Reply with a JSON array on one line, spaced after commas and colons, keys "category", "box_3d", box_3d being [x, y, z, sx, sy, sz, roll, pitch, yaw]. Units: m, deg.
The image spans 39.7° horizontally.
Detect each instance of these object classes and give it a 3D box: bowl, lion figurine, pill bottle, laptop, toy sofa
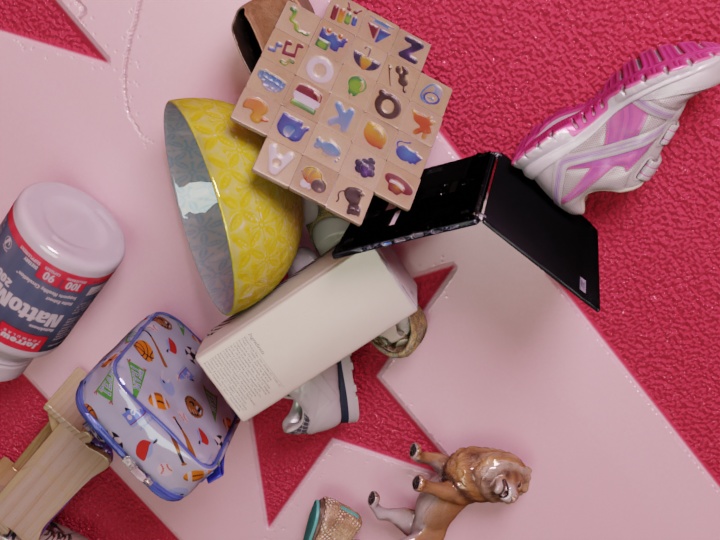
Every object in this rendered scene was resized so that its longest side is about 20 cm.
[{"category": "bowl", "box_3d": [-0.102, -0.069, 0.919, 0.106, 0.200, 0.203, -16, 114, -19]}, {"category": "lion figurine", "box_3d": [0.082, 0.250, 1.055, 0.121, 0.073, 0.200, 20, 129, -27]}, {"category": "pill bottle", "box_3d": [-0.341, 0.019, 1.029, 0.119, 0.120, 0.200, 39, 117, -6]}, {"category": "laptop", "box_3d": [0.098, -0.027, 0.868, 0.197, 0.178, 0.105, -13, 110, 18]}, {"category": "toy sofa", "box_3d": [-0.350, 0.216, 1.138, 0.097, 0.083, 0.200, 40, 116, -7]}]

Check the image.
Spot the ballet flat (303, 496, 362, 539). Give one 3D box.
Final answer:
[{"category": "ballet flat", "box_3d": [-0.047, 0.345, 1.134, 0.064, 0.071, 0.202, 16, 121, -10]}]

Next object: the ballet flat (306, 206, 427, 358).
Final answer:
[{"category": "ballet flat", "box_3d": [0.000, 0.000, 0.966, 0.070, 0.071, 0.201, -26, 105, 23]}]

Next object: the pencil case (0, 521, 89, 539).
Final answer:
[{"category": "pencil case", "box_3d": [-0.419, 0.324, 1.199, 0.198, 0.089, 0.079, 24, 93, 2]}]

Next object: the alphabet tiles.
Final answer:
[{"category": "alphabet tiles", "box_3d": [-0.012, -0.141, 0.844, 0.165, 0.202, 0.006, 26, 152, -9]}]

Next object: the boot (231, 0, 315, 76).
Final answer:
[{"category": "boot", "box_3d": [-0.054, -0.147, 0.885, 0.073, 0.075, 0.202, -22, 94, 44]}]

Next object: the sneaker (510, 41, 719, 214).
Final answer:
[{"category": "sneaker", "box_3d": [0.231, -0.120, 0.855, 0.199, 0.082, 0.089, -32, 105, 32]}]

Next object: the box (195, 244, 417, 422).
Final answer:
[{"category": "box", "box_3d": [-0.048, 0.047, 0.914, 0.199, 0.068, 0.083, -32, 103, 12]}]

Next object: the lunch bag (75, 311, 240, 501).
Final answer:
[{"category": "lunch bag", "box_3d": [-0.192, 0.136, 0.999, 0.075, 0.200, 0.161, -39, 100, 17]}]

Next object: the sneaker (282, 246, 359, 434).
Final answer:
[{"category": "sneaker", "box_3d": [-0.053, 0.075, 0.992, 0.079, 0.077, 0.203, -12, 113, -9]}]
